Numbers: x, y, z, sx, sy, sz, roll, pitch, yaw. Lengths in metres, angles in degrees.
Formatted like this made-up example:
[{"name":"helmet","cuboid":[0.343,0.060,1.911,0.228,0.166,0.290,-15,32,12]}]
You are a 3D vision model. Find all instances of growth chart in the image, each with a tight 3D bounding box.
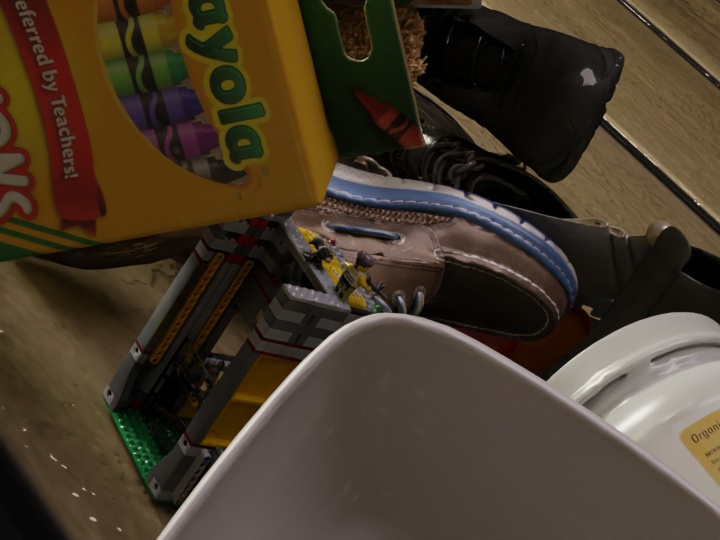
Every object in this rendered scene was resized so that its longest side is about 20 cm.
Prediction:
[{"name":"growth chart","cuboid":[0.068,-0.015,0.859,0.199,0.018,0.145,15,-16,7]}]

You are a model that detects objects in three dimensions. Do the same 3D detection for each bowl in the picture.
[{"name":"bowl","cuboid":[0.023,0.137,0.457,0.200,0.075,0.200,36,65,2]}]

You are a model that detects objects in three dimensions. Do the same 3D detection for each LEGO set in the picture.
[{"name":"LEGO set","cuboid":[0.005,0.058,0.624,0.153,0.116,0.200,19,27,-34]}]

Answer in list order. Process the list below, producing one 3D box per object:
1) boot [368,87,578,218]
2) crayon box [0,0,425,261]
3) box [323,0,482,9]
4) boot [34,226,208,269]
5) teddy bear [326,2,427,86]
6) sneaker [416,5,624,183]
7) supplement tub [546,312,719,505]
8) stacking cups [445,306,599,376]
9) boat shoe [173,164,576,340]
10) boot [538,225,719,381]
[{"name":"boot","cuboid":[0.026,-0.073,0.936,0.199,0.070,0.174,25,8,-28]},{"name":"crayon box","cuboid":[-0.088,-0.077,0.589,0.051,0.199,0.128,-71,149,-65]},{"name":"box","cuboid":[-0.038,-0.213,0.831,0.198,0.097,0.177,3,-20,7]},{"name":"boot","cuboid":[-0.049,-0.086,0.733,0.064,0.185,0.201,68,21,-51]},{"name":"teddy bear","cuboid":[-0.067,-0.098,0.854,0.199,0.067,0.145,-3,6,-30]},{"name":"sneaker","cuboid":[0.069,-0.102,0.899,0.090,0.076,0.200,24,4,-18]},{"name":"supplement tub","cuboid":[0.152,0.126,0.662,0.144,0.145,0.200,12,31,-44]},{"name":"stacking cups","cuboid":[0.122,0.045,0.900,0.199,0.061,0.061,24,24,-23]},{"name":"boat shoe","cuboid":[0.000,0.000,0.785,0.199,0.072,0.073,18,55,-4]},{"name":"boot","cuboid":[0.175,0.065,0.829,0.199,0.139,0.078,17,27,-40]}]
